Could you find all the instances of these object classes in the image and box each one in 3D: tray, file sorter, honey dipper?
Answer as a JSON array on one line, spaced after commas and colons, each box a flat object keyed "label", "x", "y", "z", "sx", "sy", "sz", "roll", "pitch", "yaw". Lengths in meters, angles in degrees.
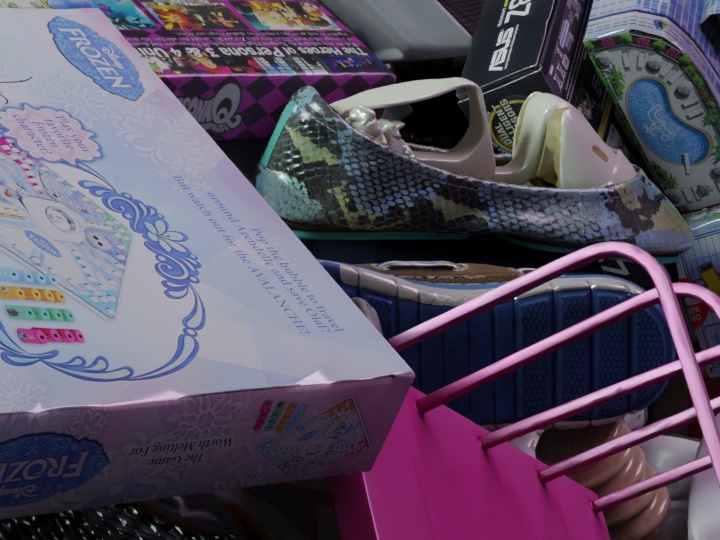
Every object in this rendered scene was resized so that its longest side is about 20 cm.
[{"label": "tray", "x": -0.038, "y": -0.124, "z": 1.129, "sx": 0.107, "sy": 0.022, "sz": 0.200, "roll": 41, "pitch": -20, "yaw": -26}, {"label": "file sorter", "x": 0.095, "y": 0.093, "z": 0.780, "sx": 0.200, "sy": 0.125, "sz": 0.140, "roll": 33, "pitch": 38, "yaw": -54}, {"label": "honey dipper", "x": 0.129, "y": 0.136, "z": 0.964, "sx": 0.200, "sy": 0.038, "sz": 0.038, "roll": 57, "pitch": 3, "yaw": -27}]

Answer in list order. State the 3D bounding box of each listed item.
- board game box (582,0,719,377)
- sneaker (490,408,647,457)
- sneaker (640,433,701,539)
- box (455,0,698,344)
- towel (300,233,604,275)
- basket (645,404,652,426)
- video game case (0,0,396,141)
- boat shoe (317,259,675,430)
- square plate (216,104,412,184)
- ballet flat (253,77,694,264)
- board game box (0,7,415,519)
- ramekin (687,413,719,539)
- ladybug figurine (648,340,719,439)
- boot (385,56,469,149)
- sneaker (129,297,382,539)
[{"label": "board game box", "x": 0.173, "y": -0.059, "z": 1.101, "sx": 0.200, "sy": 0.061, "sz": 0.200, "roll": 58, "pitch": 28, "yaw": -28}, {"label": "sneaker", "x": 0.074, "y": 0.066, "z": 1.031, "sx": 0.078, "sy": 0.099, "sz": 0.200, "roll": 41, "pitch": 12, "yaw": 9}, {"label": "sneaker", "x": 0.154, "y": 0.151, "z": 1.055, "sx": 0.075, "sy": 0.081, "sz": 0.200, "roll": 3, "pitch": -33, "yaw": 36}, {"label": "box", "x": 0.116, "y": -0.081, "z": 1.128, "sx": 0.161, "sy": 0.049, "sz": 0.200, "roll": 54, "pitch": 31, "yaw": -27}, {"label": "towel", "x": 0.000, "y": 0.000, "z": 1.013, "sx": 0.199, "sy": 0.049, "sz": 0.112, "roll": 10, "pitch": 15, "yaw": -1}, {"label": "basket", "x": 0.172, "y": 0.064, "z": 1.231, "sx": 0.149, "sy": 0.143, "sz": 0.200, "roll": 46, "pitch": 14, "yaw": 33}, {"label": "video game case", "x": -0.114, "y": -0.109, "z": 0.989, "sx": 0.199, "sy": 0.036, "sz": 0.181, "roll": -5, "pitch": 35, "yaw": -39}, {"label": "boat shoe", "x": 0.015, "y": 0.031, "z": 0.921, "sx": 0.199, "sy": 0.073, "sz": 0.072, "roll": 3, "pitch": 5, "yaw": -5}, {"label": "square plate", "x": -0.097, "y": -0.096, "z": 1.049, "sx": 0.197, "sy": 0.029, "sz": 0.200, "roll": 27, "pitch": 27, "yaw": 16}, {"label": "ballet flat", "x": 0.054, "y": -0.042, "z": 0.977, "sx": 0.199, "sy": 0.075, "sz": 0.074, "roll": 3, "pitch": 30, "yaw": -29}, {"label": "board game box", "x": -0.118, "y": -0.009, "z": 0.711, "sx": 0.198, "sy": 0.044, "sz": 0.200, "roll": -4, "pitch": 40, "yaw": -39}, {"label": "ramekin", "x": 0.213, "y": 0.140, "z": 0.955, "sx": 0.200, "sy": 0.097, "sz": 0.201, "roll": 38, "pitch": 43, "yaw": -48}, {"label": "ladybug figurine", "x": 0.196, "y": 0.098, "z": 1.152, "sx": 0.072, "sy": 0.136, "sz": 0.200, "roll": 7, "pitch": -29, "yaw": 34}, {"label": "boot", "x": 0.089, "y": -0.065, "z": 1.220, "sx": 0.080, "sy": 0.210, "sz": 0.158, "roll": 58, "pitch": -20, "yaw": 27}, {"label": "sneaker", "x": -0.004, "y": 0.062, "z": 0.832, "sx": 0.200, "sy": 0.092, "sz": 0.076, "roll": 32, "pitch": 15, "yaw": -32}]
